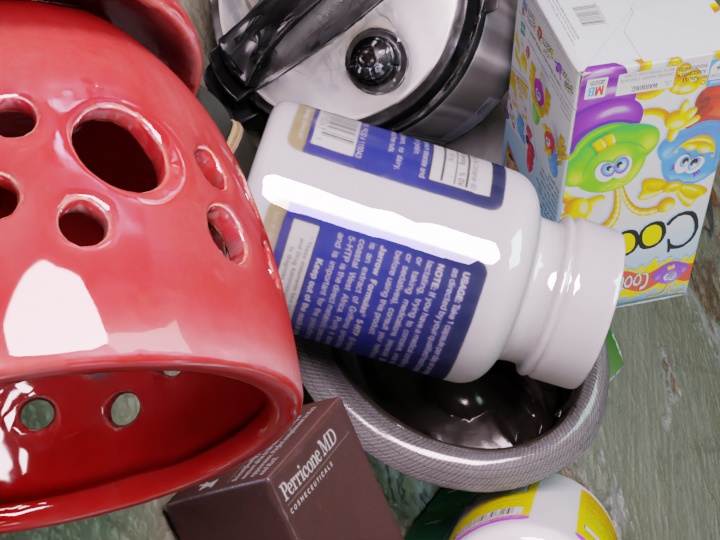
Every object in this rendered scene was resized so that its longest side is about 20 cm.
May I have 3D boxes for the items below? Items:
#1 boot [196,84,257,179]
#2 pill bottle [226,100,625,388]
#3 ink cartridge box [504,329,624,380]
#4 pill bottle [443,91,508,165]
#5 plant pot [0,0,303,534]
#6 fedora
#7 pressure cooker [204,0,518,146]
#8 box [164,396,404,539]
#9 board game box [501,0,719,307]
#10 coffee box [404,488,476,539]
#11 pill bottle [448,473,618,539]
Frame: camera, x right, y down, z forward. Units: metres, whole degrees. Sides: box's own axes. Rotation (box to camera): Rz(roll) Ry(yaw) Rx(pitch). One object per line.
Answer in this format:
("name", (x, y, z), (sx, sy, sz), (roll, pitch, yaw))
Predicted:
("boot", (-0.130, -0.065, 0.715), (0.139, 0.077, 0.200), (55, 19, -21))
("pill bottle", (0.033, -0.007, 0.758), (0.120, 0.199, 0.120), (-163, -90, -88))
("ink cartridge box", (0.108, 0.082, 1.010), (0.200, 0.103, 0.060), (-27, 97, -62))
("pill bottle", (0.115, -0.074, 1.102), (0.200, 0.112, 0.113), (20, 57, -56))
("plant pot", (-0.136, -0.009, 0.539), (0.200, 0.200, 0.183), (23, 47, -55))
("fedora", (0.050, 0.055, 0.850), (0.177, 0.199, 0.090), (-57, 169, -28))
("pressure cooker", (0.006, -0.162, 0.866), (0.200, 0.178, 0.177), (-8, 112, -71))
("box", (-0.017, 0.182, 0.764), (0.201, 0.075, 0.100), (64, 29, -11))
("board game box", (0.154, -0.080, 0.874), (0.201, 0.102, 0.105), (91, -15, -46))
("coffee box", (0.083, 0.210, 0.954), (0.200, 0.044, 0.124), (-35, 105, -61))
("pill bottle", (0.099, 0.176, 0.820), (0.200, 0.104, 0.105), (-18, 90, -79))
